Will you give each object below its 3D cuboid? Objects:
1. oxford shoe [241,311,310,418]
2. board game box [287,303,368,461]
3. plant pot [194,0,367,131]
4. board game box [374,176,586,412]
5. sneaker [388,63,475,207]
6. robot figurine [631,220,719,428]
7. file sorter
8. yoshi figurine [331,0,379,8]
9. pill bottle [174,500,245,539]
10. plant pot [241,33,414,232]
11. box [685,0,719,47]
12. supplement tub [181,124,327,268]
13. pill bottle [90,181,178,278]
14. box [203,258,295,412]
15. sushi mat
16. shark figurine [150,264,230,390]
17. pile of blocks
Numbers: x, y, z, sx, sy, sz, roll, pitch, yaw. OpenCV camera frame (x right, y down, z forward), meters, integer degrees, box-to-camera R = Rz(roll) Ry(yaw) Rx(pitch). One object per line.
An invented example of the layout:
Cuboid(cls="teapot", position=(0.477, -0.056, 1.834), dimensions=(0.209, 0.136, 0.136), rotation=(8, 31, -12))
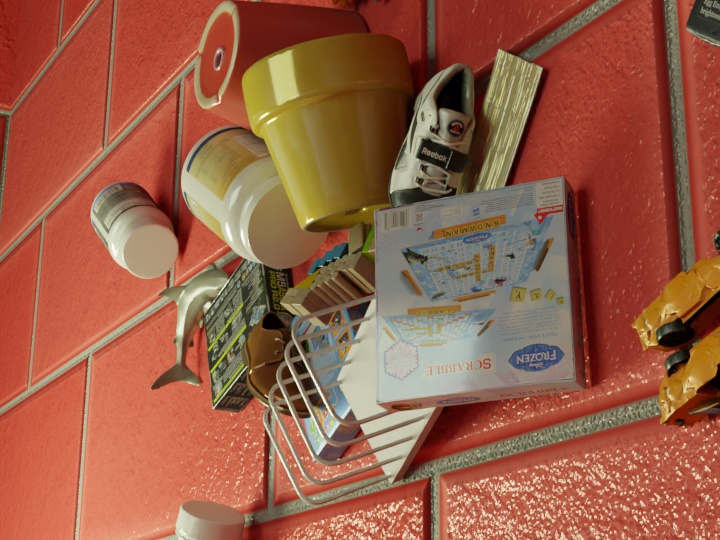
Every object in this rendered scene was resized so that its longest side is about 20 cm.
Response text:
Cuboid(cls="oxford shoe", position=(-0.100, 0.113, 1.658), dimensions=(0.072, 0.071, 0.200), rotation=(-68, 27, 19))
Cuboid(cls="board game box", position=(-0.032, 0.107, 1.641), dimensions=(0.152, 0.036, 0.201), rotation=(-56, 35, 38))
Cuboid(cls="plant pot", position=(-0.110, -0.260, 1.764), dimensions=(0.200, 0.176, 0.202), rotation=(-28, 57, 55))
Cuboid(cls="board game box", position=(0.110, 0.025, 1.289), dimensions=(0.198, 0.041, 0.201), rotation=(-9, 68, 24))
Cuboid(cls="sneaker", position=(0.081, -0.130, 1.437), dimensions=(0.089, 0.073, 0.202), rotation=(133, 149, -69))
Cuboid(cls="robot figurine", position=(0.292, 0.030, 1.042), dimensions=(0.200, 0.058, 0.146), rotation=(-49, 41, 45))
Cuboid(cls="file sorter", position=(-0.015, 0.138, 1.418), dimensions=(0.139, 0.124, 0.200), rotation=(61, 153, 25))
Cuboid(cls="yoshi figurine", position=(-0.015, -0.412, 1.729), dimensions=(0.200, 0.112, 0.113), rotation=(-4, 61, 64))
Cuboid(cls="pill bottle", position=(-0.216, 0.415, 1.795), dimensions=(0.114, 0.114, 0.202), rotation=(24, 102, 61))
Cuboid(cls="plant pot", position=(-0.024, -0.152, 1.573), dimensions=(0.200, 0.199, 0.191), rotation=(-26, 75, 56))
Cuboid(cls="box", position=(0.349, -0.212, 0.873), dimensions=(0.117, 0.195, 0.201), rotation=(46, 121, 58))
Cuboid(cls="supplement tub", position=(-0.137, -0.096, 1.781), dimensions=(0.200, 0.143, 0.145), rotation=(38, 114, 51))
Cuboid(cls="pill bottle", position=(-0.375, -0.066, 2.258), dimensions=(0.200, 0.113, 0.115), rotation=(44, 119, 58))
Cuboid(cls="box", position=(-0.154, 0.077, 1.870), dimensions=(0.200, 0.044, 0.161), rotation=(-51, 40, 42))
Cuboid(cls="sushi mat", position=(0.139, -0.129, 1.430), dimensions=(0.096, 0.012, 0.202), rotation=(38, 114, 58))
Cuboid(cls="shark figurine", position=(-0.270, 0.067, 2.048), dimensions=(0.216, 0.089, 0.128), rotation=(-65, 30, 21))
Cuboid(cls="pile of blocks", position=(0.000, 0.000, 1.573), dimensions=(0.199, 0.062, 0.082), rotation=(-32, 33, 26))
